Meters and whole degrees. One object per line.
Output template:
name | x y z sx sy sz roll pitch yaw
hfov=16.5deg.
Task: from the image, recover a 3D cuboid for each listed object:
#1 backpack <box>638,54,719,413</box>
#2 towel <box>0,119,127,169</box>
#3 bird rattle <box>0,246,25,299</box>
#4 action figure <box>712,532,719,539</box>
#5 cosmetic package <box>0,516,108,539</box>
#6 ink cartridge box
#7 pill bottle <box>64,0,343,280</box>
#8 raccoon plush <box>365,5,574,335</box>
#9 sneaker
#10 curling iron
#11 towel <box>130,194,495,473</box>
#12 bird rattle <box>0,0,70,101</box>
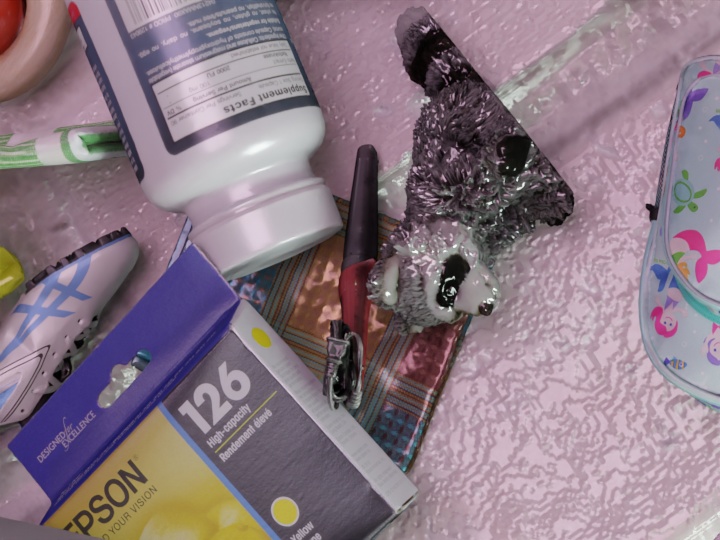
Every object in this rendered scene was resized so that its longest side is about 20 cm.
backpack | 0.243 -0.012 1.382 0.177 0.150 0.201 11 87 19
towel | -0.239 -0.076 1.549 0.199 0.152 0.024 -2 96 17
bird rattle | -0.301 0.042 1.558 0.112 0.163 0.201 24 96 -20
action figure | 0.206 0.255 1.359 0.149 0.133 0.201 44 126 55
cosmetic package | -0.240 0.199 1.446 0.199 0.081 0.114 8 96 38
ink cartridge box | -0.099 0.123 1.465 0.200 0.047 0.198 46 116 5
pill bottle | -0.089 -0.101 1.490 0.119 0.120 0.201 -24 85 12
raccoon plush | 0.040 -0.050 1.491 0.134 0.097 0.200 -39 41 5
sneaker | -0.203 0.056 1.555 0.072 0.072 0.200 43 95 4
curling iron | 0.000 0.000 1.473 0.025 0.050 0.201 6 47 3
towel | -0.033 0.024 1.527 0.199 0.022 0.147 21 87 21
bird rattle | -0.242 -0.191 1.611 0.199 0.113 0.164 -5 92 7
